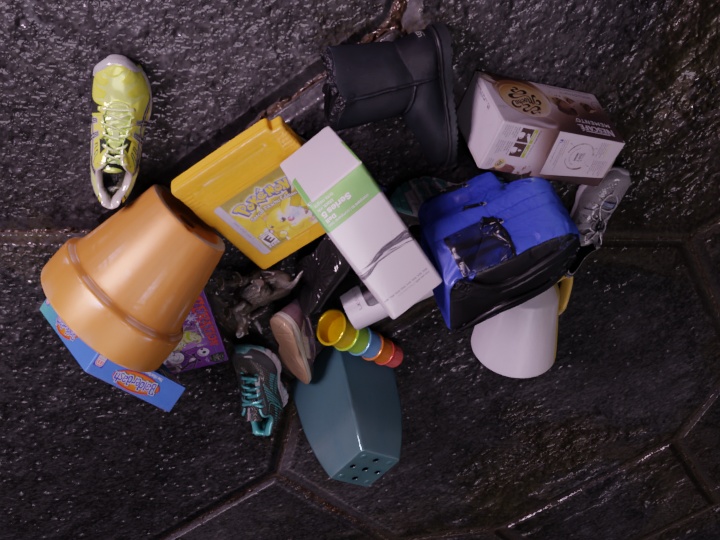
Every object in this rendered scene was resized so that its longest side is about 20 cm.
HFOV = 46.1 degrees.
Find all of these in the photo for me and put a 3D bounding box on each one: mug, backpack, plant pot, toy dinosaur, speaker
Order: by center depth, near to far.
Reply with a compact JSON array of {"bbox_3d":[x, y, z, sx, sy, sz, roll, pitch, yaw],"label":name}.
[{"bbox_3d":[-0.282,-0.003,1.116,0.183,0.201,0.200,-45,133,8],"label":"plant pot"},{"bbox_3d":[0.181,-0.042,1.125,0.196,0.170,0.163,-21,160,-3],"label":"backpack"},{"bbox_3d":[-0.146,0.026,1.252,0.199,0.078,0.101,-38,162,34],"label":"toy dinosaur"},{"bbox_3d":[0.064,0.018,1.326,0.197,0.082,0.082,-25,138,8],"label":"speaker"},{"bbox_3d":[0.272,0.060,1.428,0.146,0.188,0.155,14,129,14],"label":"mug"},{"bbox_3d":[-0.014,0.254,1.457,0.140,0.202,0.141,23,125,-35],"label":"plant pot"}]

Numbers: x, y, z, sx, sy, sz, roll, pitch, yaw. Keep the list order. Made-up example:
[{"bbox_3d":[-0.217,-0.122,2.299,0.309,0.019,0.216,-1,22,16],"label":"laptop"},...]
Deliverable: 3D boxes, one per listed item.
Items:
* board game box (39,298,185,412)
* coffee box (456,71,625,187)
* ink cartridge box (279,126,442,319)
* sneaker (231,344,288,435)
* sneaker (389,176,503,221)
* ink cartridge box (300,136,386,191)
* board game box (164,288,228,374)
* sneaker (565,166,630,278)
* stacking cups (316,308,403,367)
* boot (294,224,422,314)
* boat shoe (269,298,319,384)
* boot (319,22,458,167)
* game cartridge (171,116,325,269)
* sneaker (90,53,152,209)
[{"bbox_3d":[-0.351,0.109,1.193,0.045,0.199,0.152,-54,132,-3],"label":"board game box"},{"bbox_3d":[0.241,-0.189,1.144,0.196,0.114,0.081,6,134,-23],"label":"coffee box"},{"bbox_3d":[0.000,-0.059,1.050,0.083,0.146,0.201,-37,121,0],"label":"ink cartridge box"},{"bbox_3d":[-0.169,0.202,1.408,0.076,0.092,0.202,0,139,16],"label":"sneaker"},{"bbox_3d":[0.134,-0.083,1.252,0.196,0.079,0.092,0,140,-16],"label":"sneaker"},{"bbox_3d":[-0.058,-0.114,1.180,0.198,0.038,0.095,25,124,-39],"label":"ink cartridge box"},{"bbox_3d":[-0.284,0.086,1.318,0.118,0.033,0.202,-17,138,-7],"label":"board game box"},{"bbox_3d":[0.369,-0.073,1.332,0.073,0.083,0.202,5,133,-23],"label":"sneaker"},{"bbox_3d":[0.006,0.125,1.419,0.060,0.061,0.199,-34,143,18],"label":"stacking cups"},{"bbox_3d":[0.001,0.002,1.257,0.155,0.081,0.211,-5,161,-29],"label":"boot"},{"bbox_3d":[-0.098,0.118,1.385,0.065,0.071,0.202,-45,151,-22],"label":"boat shoe"},{"bbox_3d":[0.036,-0.206,1.079,0.165,0.077,0.203,-16,131,-8],"label":"boot"},{"bbox_3d":[-0.123,-0.098,1.127,0.174,0.033,0.200,-30,139,17],"label":"game cartridge"},{"bbox_3d":[-0.287,-0.162,1.017,0.074,0.077,0.202,-1,134,-16],"label":"sneaker"}]
